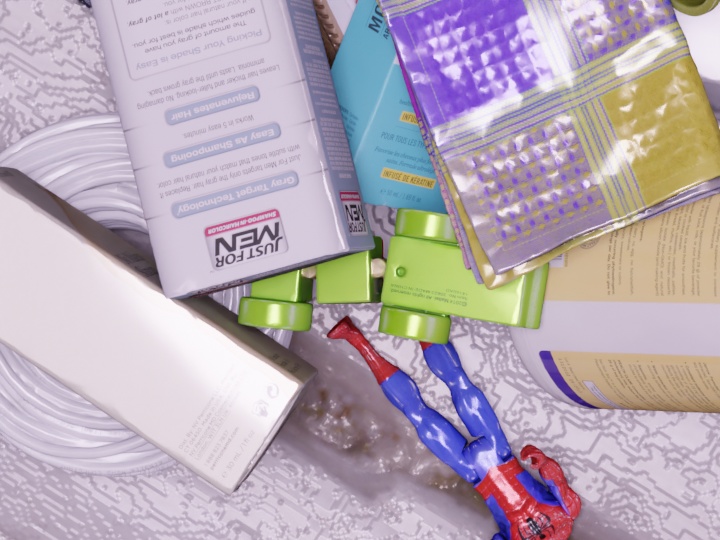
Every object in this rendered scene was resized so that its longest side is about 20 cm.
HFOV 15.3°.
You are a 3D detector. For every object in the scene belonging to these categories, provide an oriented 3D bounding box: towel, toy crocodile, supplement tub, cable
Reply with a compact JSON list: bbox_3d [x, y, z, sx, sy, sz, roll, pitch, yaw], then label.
[{"bbox_3d":[0.090,-0.106,1.336,0.143,0.023,0.201,-20,85,13],"label":"towel"},{"bbox_3d":[0.000,0.000,1.393,0.199,0.062,0.068,5,91,14],"label":"toy crocodile"},{"bbox_3d":[0.189,0.003,1.389,0.199,0.145,0.146,1,93,39],"label":"supplement tub"},{"bbox_3d":[-0.134,0.012,1.484,0.200,0.069,0.200,32,94,2],"label":"cable"}]

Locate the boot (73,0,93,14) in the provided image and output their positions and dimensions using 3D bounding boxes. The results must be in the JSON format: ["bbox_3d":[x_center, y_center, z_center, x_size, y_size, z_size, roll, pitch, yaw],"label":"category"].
[{"bbox_3d":[-0.128,-0.152,1.474,0.199,0.073,0.091,6,87,2],"label":"boot"}]

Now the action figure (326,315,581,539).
[{"bbox_3d":[0.062,0.100,1.465,0.065,0.099,0.200,-38,92,5],"label":"action figure"}]

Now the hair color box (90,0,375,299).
[{"bbox_3d":[-0.069,-0.094,1.345,0.099,0.061,0.201,-15,87,14],"label":"hair color box"}]

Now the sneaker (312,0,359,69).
[{"bbox_3d":[0.002,-0.196,1.431,0.112,0.071,0.201,-35,128,-21],"label":"sneaker"}]

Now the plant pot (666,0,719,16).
[{"bbox_3d":[0.218,-0.250,1.303,0.192,0.200,0.201,-20,91,-9],"label":"plant pot"}]

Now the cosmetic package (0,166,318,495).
[{"bbox_3d":[-0.126,0.030,1.398,0.200,0.104,0.073,34,93,1],"label":"cosmetic package"}]

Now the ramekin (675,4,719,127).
[{"bbox_3d":[0.214,-0.169,1.441,0.199,0.105,0.201,0,92,2],"label":"ramekin"}]

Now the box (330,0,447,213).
[{"bbox_3d":[0.043,-0.132,1.416,0.082,0.049,0.201,11,107,-40],"label":"box"}]
